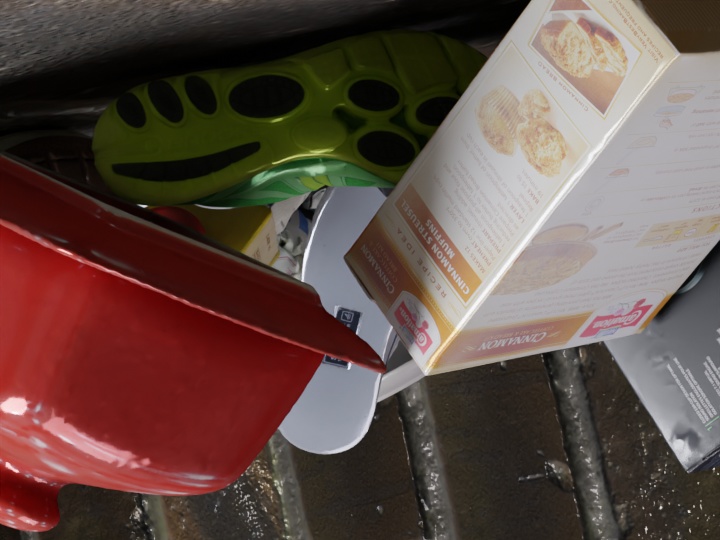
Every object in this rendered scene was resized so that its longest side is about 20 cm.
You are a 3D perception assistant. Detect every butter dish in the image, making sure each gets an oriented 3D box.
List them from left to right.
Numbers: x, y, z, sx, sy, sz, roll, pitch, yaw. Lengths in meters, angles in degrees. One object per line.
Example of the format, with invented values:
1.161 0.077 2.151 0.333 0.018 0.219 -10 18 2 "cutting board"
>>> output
-0.126 0.041 1.156 0.199 0.148 0.200 21 -178 -45 "butter dish"

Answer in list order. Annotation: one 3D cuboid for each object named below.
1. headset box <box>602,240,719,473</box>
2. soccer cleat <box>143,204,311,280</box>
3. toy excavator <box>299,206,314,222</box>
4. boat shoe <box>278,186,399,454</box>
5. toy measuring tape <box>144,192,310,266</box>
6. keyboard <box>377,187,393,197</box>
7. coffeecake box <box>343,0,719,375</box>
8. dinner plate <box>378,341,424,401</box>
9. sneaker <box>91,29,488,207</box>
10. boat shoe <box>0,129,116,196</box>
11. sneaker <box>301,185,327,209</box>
0.191 -0.023 1.281 0.200 0.175 0.093 -40 162 26 "headset box"
-0.057 -0.018 1.428 0.070 0.086 0.200 -52 161 2 "soccer cleat"
0.005 -0.029 1.655 0.194 0.201 0.100 40 146 -28 "toy excavator"
0.000 0.000 1.396 0.073 0.201 0.065 21 -149 -6 "boat shoe"
-0.074 -0.025 1.335 0.200 0.074 0.073 -54 -162 -28 "toy measuring tape"
0.089 -0.096 1.296 0.199 0.040 0.104 -26 169 -1 "keyboard"
0.110 -0.053 1.161 0.153 0.073 0.200 -9 145 -45 "coffeecake box"
0.006 0.054 1.634 0.199 0.024 0.200 -25 -169 5 "dinner plate"
-0.024 -0.068 1.214 0.199 0.075 0.084 -4 -178 -10 "sneaker"
-0.201 -0.032 1.258 0.075 0.075 0.202 25 -152 36 "boat shoe"
0.034 -0.059 1.407 0.115 0.076 0.200 -11 178 -40 "sneaker"
